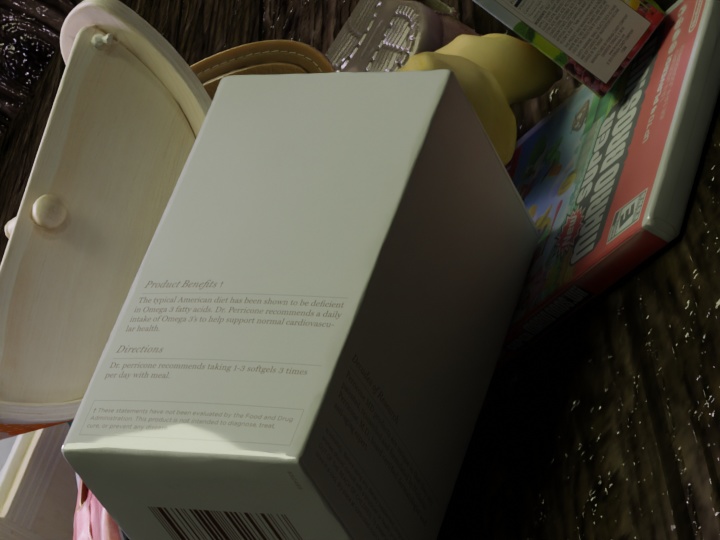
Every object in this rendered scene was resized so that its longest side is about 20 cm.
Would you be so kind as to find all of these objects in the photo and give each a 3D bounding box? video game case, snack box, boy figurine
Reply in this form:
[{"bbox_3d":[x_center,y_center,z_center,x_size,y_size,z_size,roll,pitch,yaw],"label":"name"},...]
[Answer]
[{"bbox_3d":[0.097,-0.034,1.212,0.200,0.017,0.144,-42,24,54],"label":"video game case"},{"bbox_3d":[0.061,-0.155,1.272,0.053,0.142,0.200,-52,9,9],"label":"snack box"},{"bbox_3d":[0.042,-0.073,1.282,0.124,0.065,0.200,-25,4,-4],"label":"boy figurine"}]

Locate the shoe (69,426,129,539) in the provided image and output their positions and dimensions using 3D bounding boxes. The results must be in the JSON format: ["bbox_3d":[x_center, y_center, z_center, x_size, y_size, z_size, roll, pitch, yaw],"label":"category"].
[{"bbox_3d":[-0.093,0.093,1.255,0.091,0.071,0.201,-49,27,48],"label":"shoe"}]

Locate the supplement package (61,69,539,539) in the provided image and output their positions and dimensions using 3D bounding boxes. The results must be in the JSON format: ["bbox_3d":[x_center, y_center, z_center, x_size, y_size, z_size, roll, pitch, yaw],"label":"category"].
[{"bbox_3d":[-0.019,0.028,1.138,0.116,0.118,0.201,0,53,30],"label":"supplement package"}]

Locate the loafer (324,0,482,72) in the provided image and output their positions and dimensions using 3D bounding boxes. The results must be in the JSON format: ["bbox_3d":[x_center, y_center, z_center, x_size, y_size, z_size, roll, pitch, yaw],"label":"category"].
[{"bbox_3d":[0.028,-0.115,1.510,0.076,0.067,0.200,-56,15,9],"label":"loafer"}]

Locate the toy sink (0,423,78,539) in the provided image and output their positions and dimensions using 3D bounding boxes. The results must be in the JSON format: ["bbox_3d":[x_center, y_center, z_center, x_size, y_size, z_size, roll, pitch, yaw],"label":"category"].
[{"bbox_3d":[-0.148,0.128,1.389,0.130,0.199,0.113,-41,25,56],"label":"toy sink"}]

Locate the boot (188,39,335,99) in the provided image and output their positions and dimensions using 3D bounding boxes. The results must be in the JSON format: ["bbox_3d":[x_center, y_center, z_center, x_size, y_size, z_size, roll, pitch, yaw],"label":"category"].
[{"bbox_3d":[-0.055,-0.058,1.389,0.200,0.077,0.155,-46,-11,30],"label":"boot"}]

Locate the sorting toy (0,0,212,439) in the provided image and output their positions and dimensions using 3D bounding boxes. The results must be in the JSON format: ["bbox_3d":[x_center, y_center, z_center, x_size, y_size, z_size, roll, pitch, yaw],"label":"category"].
[{"bbox_3d":[-0.132,0.005,1.257,0.180,0.106,0.201,-29,42,63],"label":"sorting toy"}]
